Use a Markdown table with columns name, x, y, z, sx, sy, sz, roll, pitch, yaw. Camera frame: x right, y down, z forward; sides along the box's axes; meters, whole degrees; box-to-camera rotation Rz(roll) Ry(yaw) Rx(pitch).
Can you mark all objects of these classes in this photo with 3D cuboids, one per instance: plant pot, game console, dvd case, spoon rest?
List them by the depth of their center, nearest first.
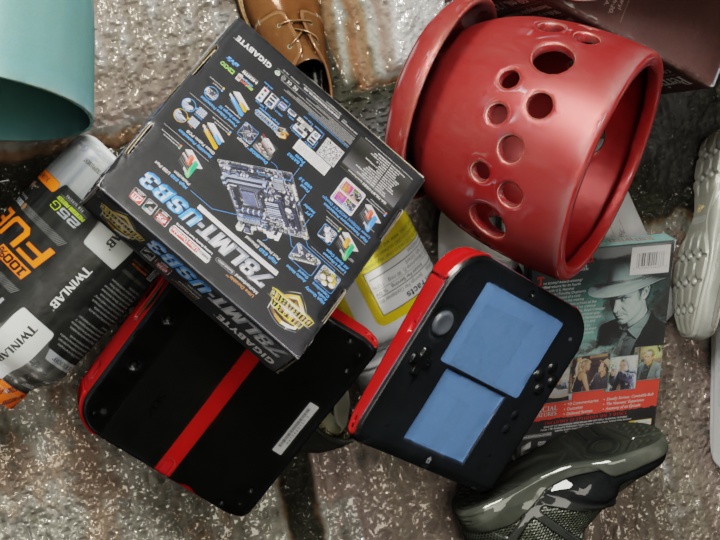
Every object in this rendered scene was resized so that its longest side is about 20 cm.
| name | x | y | z | sx | sy | sz | roll | pitch | yaw |
| --- | --- | --- | --- | --- | --- | --- | --- | --- | --- |
| plant pot | -0.291 | -0.201 | 1.361 | 0.199 | 0.200 | 0.162 | 9 | 80 | -21 |
| game console | -0.110 | 0.084 | 1.440 | 0.176 | 0.031 | 0.200 | 32 | 109 | -18 |
| plant pot | 0.127 | -0.114 | 1.484 | 0.182 | 0.200 | 0.201 | 22 | 83 | 18 |
| game console | 0.092 | 0.084 | 1.485 | 0.200 | 0.031 | 0.178 | 28 | 91 | -48 |
| spoon rest | 0.102 | 0.013 | 1.593 | 0.099 | 0.060 | 0.201 | 15 | 75 | -36 |
| dvd case | 0.206 | 0.069 | 1.621 | 0.145 | 0.022 | 0.201 | -6 | 113 | -21 |

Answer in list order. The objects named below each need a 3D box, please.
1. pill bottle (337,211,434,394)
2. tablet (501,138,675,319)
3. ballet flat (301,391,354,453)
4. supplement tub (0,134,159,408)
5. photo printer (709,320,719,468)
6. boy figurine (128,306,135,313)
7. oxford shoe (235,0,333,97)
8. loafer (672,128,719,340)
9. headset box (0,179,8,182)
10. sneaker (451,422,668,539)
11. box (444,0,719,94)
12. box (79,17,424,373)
| name | x | y | z | sx | sy | sz | roll | pitch | yaw |
| --- | --- | --- | --- | --- | --- | --- | --- | --- | --- |
| pill bottle | 0.000 | 0.000 | 1.520 | 0.114 | 0.114 | 0.201 | -31 | 103 | -17 |
| tablet | 0.208 | -0.004 | 1.624 | 0.130 | 0.014 | 0.201 | -39 | 120 | -18 |
| ballet flat | -0.050 | 0.073 | 1.493 | 0.068 | 0.068 | 0.201 | -60 | 139 | -34 |
| supplement tub | -0.239 | 0.003 | 1.416 | 0.122 | 0.122 | 0.200 | 43 | 86 | -17 |
| photo printer | 0.429 | 0.104 | 1.713 | 0.199 | 0.069 | 0.168 | 0 | 92 | -21 |
| boy figurine | -0.131 | 0.048 | 1.500 | 0.124 | 0.064 | 0.201 | 1 | 90 | -24 |
| oxford shoe | -0.054 | -0.198 | 1.514 | 0.071 | 0.071 | 0.201 | -16 | 97 | -18 |
| loafer | 0.336 | -0.031 | 1.669 | 0.069 | 0.070 | 0.201 | 16 | 83 | -17 |
| headset box | -0.366 | -0.064 | 1.358 | 0.199 | 0.149 | 0.078 | -1 | 93 | -20 |
| sneaker | 0.188 | 0.212 | 1.613 | 0.199 | 0.076 | 0.115 | -25 | 114 | -7 |
| box | 0.212 | -0.266 | 1.561 | 0.199 | 0.166 | 0.165 | 24 | 83 | -19 |
| box | -0.078 | -0.059 | 1.383 | 0.200 | 0.050 | 0.199 | 40 | 60 | -9 |
